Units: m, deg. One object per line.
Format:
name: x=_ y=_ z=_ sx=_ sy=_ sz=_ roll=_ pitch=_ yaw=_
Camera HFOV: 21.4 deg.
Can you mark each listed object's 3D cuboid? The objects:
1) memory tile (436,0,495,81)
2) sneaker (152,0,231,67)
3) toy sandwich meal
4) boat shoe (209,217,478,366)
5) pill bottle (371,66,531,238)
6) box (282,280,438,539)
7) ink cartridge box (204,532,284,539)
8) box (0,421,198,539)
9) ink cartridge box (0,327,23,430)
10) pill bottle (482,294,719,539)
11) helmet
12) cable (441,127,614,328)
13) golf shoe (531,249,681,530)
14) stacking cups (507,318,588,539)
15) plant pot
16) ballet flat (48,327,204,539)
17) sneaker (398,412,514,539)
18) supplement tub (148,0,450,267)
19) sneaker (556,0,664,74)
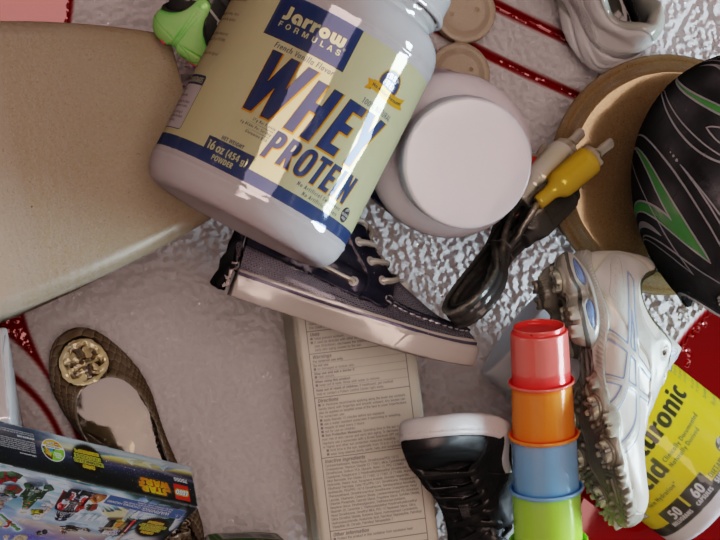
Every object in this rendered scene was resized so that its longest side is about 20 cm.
memory tile: x=0.008 y=-0.210 z=1.486 sx=0.199 sy=0.017 sz=0.154 roll=5 pitch=86 yaw=-7
sneaker: x=-0.082 y=-0.205 z=1.376 sx=0.077 sy=0.200 sz=0.084 roll=39 pitch=117 yaw=-7
toy sandwich meal: x=0.240 y=-0.079 z=1.490 sx=0.204 sy=0.070 sz=0.206 roll=0 pitch=92 yaw=-5
boat shoe: x=0.000 y=0.000 z=1.363 sx=0.199 sy=0.075 sz=0.093 roll=18 pitch=89 yaw=-7
pill bottle: x=0.060 y=-0.086 z=1.385 sx=0.119 sy=0.200 sz=0.120 roll=-1 pitch=98 yaw=-7
box: x=-0.002 y=0.112 z=1.433 sx=0.094 sy=0.078 sz=0.201 roll=-5 pitch=87 yaw=-9
ink cartridge box: x=-0.084 y=0.296 z=1.397 sx=0.059 sy=0.104 sz=0.201 roll=1 pitch=86 yaw=-7
box: x=-0.234 y=0.169 z=1.333 sx=0.199 sy=0.137 sz=0.040 roll=18 pitch=42 yaw=-35
ink cartridge box: x=-0.340 y=0.124 z=1.343 sx=0.199 sy=0.146 sz=0.085 roll=-6 pitch=52 yaw=-7
pill bottle: x=0.195 y=0.107 z=1.446 sx=0.200 sy=0.111 sz=0.111 roll=37 pitch=82 yaw=-4
helmet: x=0.287 y=-0.058 z=1.362 sx=0.199 sy=0.191 sz=0.201 roll=0 pitch=91 yaw=-5
cable: x=0.104 y=-0.034 z=1.394 sx=0.200 sy=0.097 sz=0.050 roll=-43 pitch=114 yaw=-34
golf shoe: x=0.192 y=0.080 z=1.357 sx=0.097 sy=0.078 sz=0.201 roll=-9 pitch=85 yaw=-18
stacking cups: x=0.126 y=0.135 z=1.341 sx=0.060 sy=0.061 sz=0.201 roll=-7 pitch=101 yaw=-9
plant pot: x=-0.217 y=-0.077 z=1.366 sx=0.176 sy=0.200 sz=0.201 roll=-16 pitch=89 yaw=-21
ballet flat: x=-0.173 y=0.133 z=1.423 sx=0.067 sy=0.046 sz=0.201 roll=-25 pitch=90 yaw=-10
sneaker: x=0.084 y=0.170 z=1.374 sx=0.073 sy=0.200 sz=0.112 roll=-8 pitch=74 yaw=19
supplement tub: x=-0.038 y=-0.119 z=1.271 sx=0.145 sy=0.145 sz=0.201 roll=27 pitch=86 yaw=-6
sneaker: x=0.171 y=-0.251 z=1.466 sx=0.078 sy=0.099 sz=0.200 roll=-43 pitch=96 yaw=-23
